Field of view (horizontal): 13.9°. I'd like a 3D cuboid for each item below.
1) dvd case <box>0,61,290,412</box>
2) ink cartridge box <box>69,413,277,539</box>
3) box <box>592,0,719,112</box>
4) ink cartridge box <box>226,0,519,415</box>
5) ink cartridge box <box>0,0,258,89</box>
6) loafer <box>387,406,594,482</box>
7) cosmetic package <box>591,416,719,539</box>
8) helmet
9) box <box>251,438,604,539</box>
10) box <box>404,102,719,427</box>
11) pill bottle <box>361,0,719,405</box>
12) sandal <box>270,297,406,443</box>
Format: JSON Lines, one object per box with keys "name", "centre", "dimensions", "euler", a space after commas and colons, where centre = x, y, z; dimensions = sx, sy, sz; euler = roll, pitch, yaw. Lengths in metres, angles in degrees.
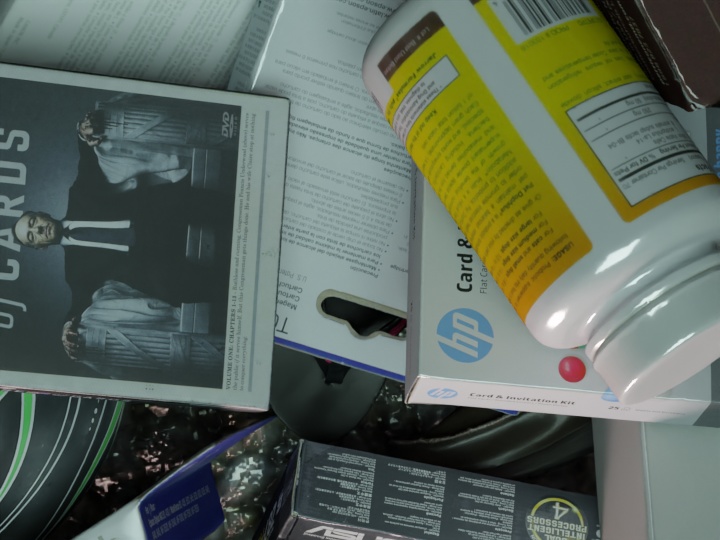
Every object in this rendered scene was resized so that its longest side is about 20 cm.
{"name": "dvd case", "centre": [-0.134, -0.017, 1.365], "dimensions": [0.200, 0.025, 0.151], "euler": [6, 84, -20]}
{"name": "ink cartridge box", "centre": [-0.129, 0.146, 1.471], "dimensions": [0.200, 0.198, 0.047], "euler": [-30, 88, 7]}
{"name": "box", "centre": [0.172, -0.202, 1.368], "dimensions": [0.200, 0.164, 0.166], "euler": [-32, 108, -6]}
{"name": "ink cartridge box", "centre": [0.022, -0.050, 1.464], "dimensions": [0.196, 0.043, 0.200], "euler": [18, 97, -22]}
{"name": "ink cartridge box", "centre": [-0.080, -0.124, 1.472], "dimensions": [0.200, 0.047, 0.160], "euler": [24, 106, -29]}
{"name": "loafer", "centre": [0.100, 0.065, 1.535], "dimensions": [0.200, 0.073, 0.071], "euler": [-19, 88, -6]}
{"name": "cosmetic package", "centre": [0.172, 0.075, 1.445], "dimensions": [0.107, 0.090, 0.200], "euler": [5, 69, -11]}
{"name": "helmet", "centre": [-0.205, 0.052, 1.448], "dimensions": [0.200, 0.200, 0.191], "euler": [26, 122, -12]}
{"name": "box", "centre": [0.047, 0.153, 1.518], "dimensions": [0.200, 0.049, 0.161], "euler": [12, 150, -8]}
{"name": "box", "centre": [0.123, -0.006, 1.403], "dimensions": [0.200, 0.041, 0.156], "euler": [5, 66, -6]}
{"name": "pill bottle", "centre": [0.094, -0.042, 1.332], "dimensions": [0.109, 0.109, 0.200], "euler": [-36, 74, 8]}
{"name": "sandal", "centre": [0.000, 0.000, 1.507], "dimensions": [0.075, 0.045, 0.200], "euler": [16, 109, -16]}
